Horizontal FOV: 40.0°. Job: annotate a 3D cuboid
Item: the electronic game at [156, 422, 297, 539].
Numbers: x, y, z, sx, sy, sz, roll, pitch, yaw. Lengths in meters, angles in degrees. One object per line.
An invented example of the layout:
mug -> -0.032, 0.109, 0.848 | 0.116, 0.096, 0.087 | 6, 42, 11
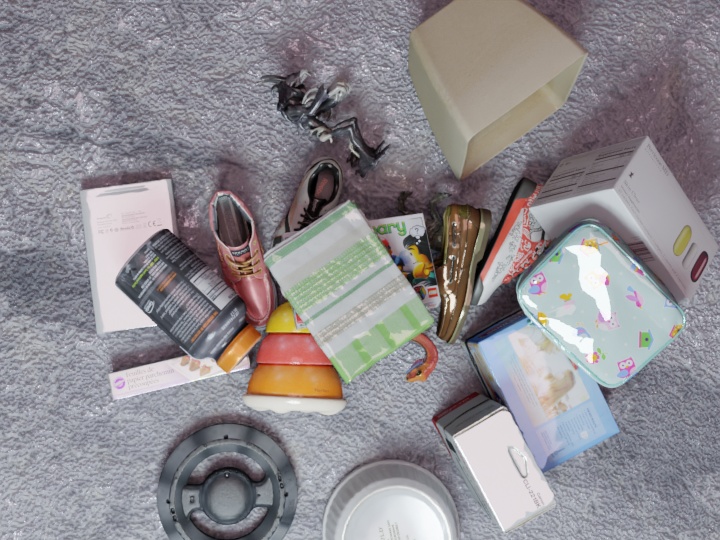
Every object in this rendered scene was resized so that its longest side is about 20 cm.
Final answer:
electronic game -> -0.187, 0.317, 1.391 | 0.197, 0.042, 0.204 | 0, 88, -6

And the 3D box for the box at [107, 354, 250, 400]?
box -> -0.253, 0.140, 1.393 | 0.197, 0.041, 0.039 | -13, 88, -6

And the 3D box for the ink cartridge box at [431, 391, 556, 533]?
ink cartridge box -> 0.176, 0.255, 1.342 | 0.083, 0.200, 0.146 | -29, 90, -5

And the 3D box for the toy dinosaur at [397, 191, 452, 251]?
toy dinosaur -> 0.089, -0.069, 1.426 | 0.197, 0.047, 0.090 | 3, 94, -1

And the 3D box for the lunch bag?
lunch bag -> 0.302, 0.041, 1.277 | 0.200, 0.077, 0.160 | 44, 107, -2

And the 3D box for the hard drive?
hard drive -> -0.319, -0.020, 1.400 | 0.130, 0.026, 0.203 | -8, 89, -5

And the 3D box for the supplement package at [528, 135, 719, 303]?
supplement package -> 0.360, -0.058, 1.349 | 0.201, 0.155, 0.111 | 50, 59, -20

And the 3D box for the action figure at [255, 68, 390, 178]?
action figure -> -0.046, -0.228, 1.387 | 0.199, 0.119, 0.102 | 39, 104, -12

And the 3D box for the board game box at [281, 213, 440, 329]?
board game box -> 0.000, 0.000, 1.330 | 0.197, 0.035, 0.128 | -9, 73, -8

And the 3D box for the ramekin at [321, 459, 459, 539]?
ramekin -> 0.047, 0.371, 1.381 | 0.199, 0.094, 0.206 | 0, 88, -5

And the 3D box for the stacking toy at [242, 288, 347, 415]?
stacking toy -> -0.085, 0.094, 1.360 | 0.144, 0.146, 0.203 | 4, 83, -4

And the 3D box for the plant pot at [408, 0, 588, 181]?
plant pot -> 0.170, -0.276, 1.372 | 0.199, 0.200, 0.178 | -35, 80, -5

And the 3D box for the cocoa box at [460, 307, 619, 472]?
cocoa box -> 0.249, 0.159, 1.385 | 0.132, 0.131, 0.202 | -26, 90, -5

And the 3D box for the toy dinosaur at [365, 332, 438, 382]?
toy dinosaur -> 0.023, 0.076, 1.356 | 0.105, 0.180, 0.201 | -51, 137, -23

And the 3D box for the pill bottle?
pill bottle -> -0.227, 0.047, 1.337 | 0.200, 0.106, 0.106 | 43, 86, 0

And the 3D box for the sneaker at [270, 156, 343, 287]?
sneaker -> -0.078, -0.069, 1.395 | 0.073, 0.080, 0.203 | 18, 89, -6

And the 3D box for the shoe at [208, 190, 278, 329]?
shoe -> -0.167, -0.014, 1.379 | 0.070, 0.091, 0.203 | -17, 89, -5

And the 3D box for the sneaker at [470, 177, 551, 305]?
sneaker -> 0.238, -0.023, 1.419 | 0.107, 0.067, 0.203 | 27, 81, -1

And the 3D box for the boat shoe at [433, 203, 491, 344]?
boat shoe -> 0.127, 0.003, 1.398 | 0.067, 0.072, 0.203 | 11, 102, -7

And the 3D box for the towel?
towel -> -0.016, 0.026, 1.291 | 0.148, 0.031, 0.201 | -32, 81, -11
